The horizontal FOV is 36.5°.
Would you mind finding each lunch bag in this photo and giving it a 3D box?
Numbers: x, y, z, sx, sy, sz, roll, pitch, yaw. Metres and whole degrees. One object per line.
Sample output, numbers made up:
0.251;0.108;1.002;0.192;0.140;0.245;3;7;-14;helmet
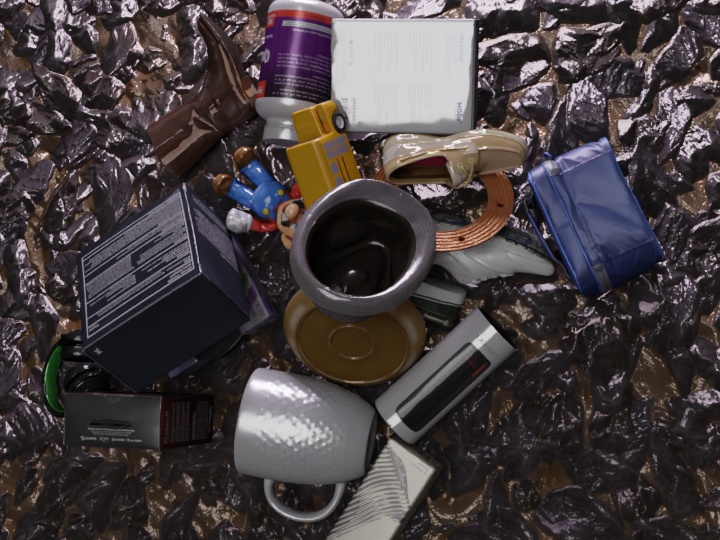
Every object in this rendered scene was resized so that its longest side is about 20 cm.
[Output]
0.293;-0.070;1.427;0.132;0.136;0.201;-26;77;9;lunch bag

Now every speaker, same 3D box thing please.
0.117;0.143;1.491;0.200;0.081;0.081;-43;76;8;speaker

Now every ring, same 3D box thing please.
0.109;-0.097;1.491;0.199;0.019;0.201;-1;50;1;ring

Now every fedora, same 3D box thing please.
-0.001;-0.011;1.389;0.176;0.091;0.201;23;56;8;fedora

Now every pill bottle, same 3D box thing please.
-0.090;-0.280;1.565;0.112;0.112;0.201;7;87;16;pill bottle

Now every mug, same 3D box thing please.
-0.073;0.247;1.505;0.174;0.148;0.201;9;94;9;mug

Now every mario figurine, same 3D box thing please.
-0.120;-0.101;1.560;0.200;0.106;0.124;35;121;21;mario figurine

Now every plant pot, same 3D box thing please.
-0.010;0.092;1.489;0.199;0.028;0.201;5;130;6;plant pot

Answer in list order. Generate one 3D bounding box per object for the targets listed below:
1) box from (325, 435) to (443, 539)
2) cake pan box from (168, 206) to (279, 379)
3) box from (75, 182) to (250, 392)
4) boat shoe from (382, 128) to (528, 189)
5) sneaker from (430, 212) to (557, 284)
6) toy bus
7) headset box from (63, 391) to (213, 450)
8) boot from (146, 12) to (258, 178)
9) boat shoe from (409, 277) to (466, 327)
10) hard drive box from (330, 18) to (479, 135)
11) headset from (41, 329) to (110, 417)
0.027;0.332;1.506;0.082;0.068;0.201;32;94;15;box
-0.240;0.038;1.615;0.184;0.052;0.201;-31;78;13;cake pan box
-0.274;0.024;1.494;0.199;0.123;0.199;-32;41;11;box
0.127;-0.143;1.476;0.199;0.074;0.070;-2;53;11;boat shoe
0.173;-0.021;1.503;0.199;0.074;0.088;15;109;17;sneaker
-0.043;-0.124;1.489;0.065;0.078;0.201;-11;103;37;toy bus
-0.314;0.210;1.543;0.148;0.200;0.078;0;86;15;headset box
-0.259;-0.261;1.642;0.200;0.064;0.187;-36;75;15;boot
0.047;0.034;1.489;0.199;0.071;0.064;15;103;-16;boat shoe
0.062;-0.269;1.510;0.199;0.077;0.157;3;103;10;hard drive box
-0.401;0.146;1.635;0.200;0.094;0.124;-33;59;33;headset
